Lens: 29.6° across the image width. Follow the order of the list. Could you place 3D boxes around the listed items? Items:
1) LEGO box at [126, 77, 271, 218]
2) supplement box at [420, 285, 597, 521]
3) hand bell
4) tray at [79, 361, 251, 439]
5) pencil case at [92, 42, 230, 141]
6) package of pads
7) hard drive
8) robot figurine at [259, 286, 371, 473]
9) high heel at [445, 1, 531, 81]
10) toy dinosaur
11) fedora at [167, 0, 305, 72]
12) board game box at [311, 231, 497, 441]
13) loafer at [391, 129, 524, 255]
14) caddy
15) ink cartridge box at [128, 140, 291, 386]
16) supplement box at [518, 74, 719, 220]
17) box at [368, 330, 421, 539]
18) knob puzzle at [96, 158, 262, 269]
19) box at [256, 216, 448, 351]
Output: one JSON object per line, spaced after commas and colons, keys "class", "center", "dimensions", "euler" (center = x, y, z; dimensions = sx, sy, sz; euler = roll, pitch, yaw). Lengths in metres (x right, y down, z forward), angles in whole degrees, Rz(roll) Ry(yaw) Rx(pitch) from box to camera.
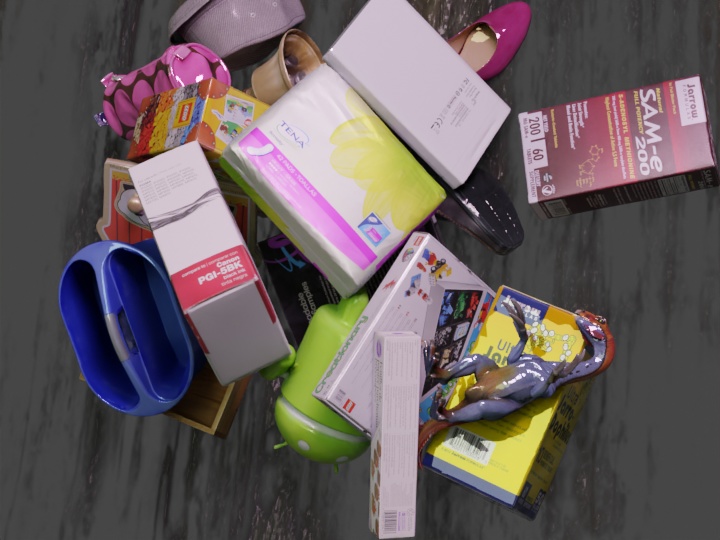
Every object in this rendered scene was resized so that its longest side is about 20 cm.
{"class": "LEGO box", "center": [-0.135, -0.132, 1.520], "dimensions": [0.148, 0.199, 0.078], "euler": [-5, 68, 50]}
{"class": "supplement box", "center": [0.161, 0.137, 1.391], "dimensions": [0.109, 0.109, 0.202], "euler": [22, 82, 24]}
{"class": "hand bell", "center": [-0.142, -0.205, 1.647], "dimensions": [0.198, 0.104, 0.105], "euler": [-20, 67, 29]}
{"class": "tray", "center": [-0.226, 0.116, 1.593], "dimensions": [0.198, 0.037, 0.100], "euler": [19, 81, 25]}
{"class": "pencil case", "center": [-0.236, -0.213, 1.619], "dimensions": [0.091, 0.094, 0.199], "euler": [-38, 16, -35]}
{"class": "package of pads", "center": [-0.025, -0.097, 1.415], "dimensions": [0.200, 0.068, 0.154], "euler": [46, 67, 1]}
{"class": "hard drive", "center": [0.064, -0.201, 1.475], "dimensions": [0.027, 0.200, 0.132], "euler": [-30, 20, 52]}
{"class": "robot figurine", "center": [-0.019, 0.117, 1.453], "dimensions": [0.174, 0.116, 0.202], "euler": [23, 102, -10]}
{"class": "high heel", "center": [0.109, -0.244, 1.539], "dimensions": [0.200, 0.096, 0.067], "euler": [-45, 63, 3]}
{"class": "toy dinosaur", "center": [0.151, 0.098, 1.320], "dimensions": [0.179, 0.201, 0.106], "euler": [0, 54, -16]}
{"class": "fedora", "center": [-0.133, -0.303, 1.629], "dimensions": [0.091, 0.199, 0.177], "euler": [54, 141, 0]}
{"class": "board game box", "center": [0.052, 0.079, 1.387], "dimensions": [0.201, 0.126, 0.034], "euler": [-57, 28, -13]}
{"class": "loafer", "center": [0.102, -0.084, 1.519], "dimensions": [0.200, 0.072, 0.073], "euler": [49, 132, 21]}
{"class": "caddy", "center": [-0.251, 0.059, 1.505], "dimensions": [0.140, 0.105, 0.202], "euler": [-15, 101, 19]}
{"class": "ink cartridge box", "center": [-0.154, -0.009, 1.388], "dimensions": [0.082, 0.147, 0.201], "euler": [-24, 55, -4]}
{"class": "supplement box", "center": [0.276, -0.130, 1.458], "dimensions": [0.198, 0.061, 0.110], "euler": [-11, 69, 17]}
{"class": "box", "center": [0.034, 0.161, 1.338], "dimensions": [0.041, 0.039, 0.203], "euler": [-1, 97, -16]}
{"class": "knob puzzle", "center": [-0.209, -0.025, 1.555], "dimensions": [0.217, 0.221, 0.031], "euler": [-8, 38, 19]}
{"class": "box", "center": [0.000, 0.000, 1.510], "dimensions": [0.198, 0.036, 0.145], "euler": [-20, 94, 13]}
